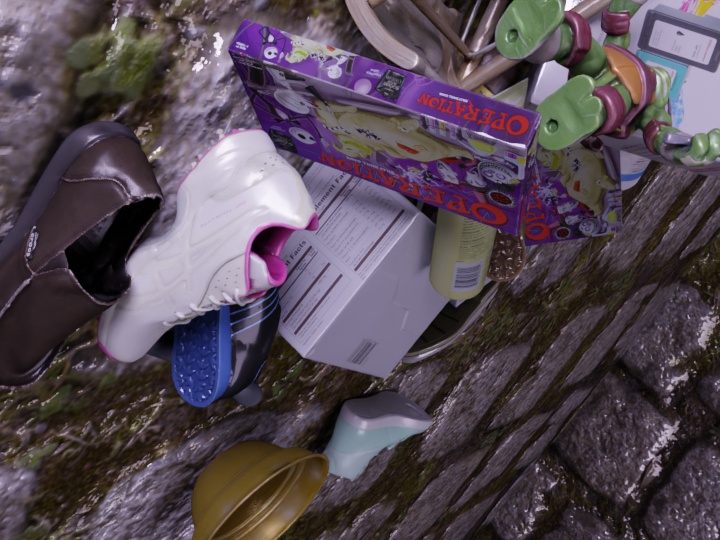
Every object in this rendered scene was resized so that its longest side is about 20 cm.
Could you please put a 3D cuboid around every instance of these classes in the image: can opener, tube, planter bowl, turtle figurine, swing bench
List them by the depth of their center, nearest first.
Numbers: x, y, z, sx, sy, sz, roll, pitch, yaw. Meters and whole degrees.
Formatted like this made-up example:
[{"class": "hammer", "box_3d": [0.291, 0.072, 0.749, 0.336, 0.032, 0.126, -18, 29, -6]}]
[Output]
[{"class": "turtle figurine", "box_3d": [0.197, -0.144, 0.550, 0.193, 0.199, 0.146, -11, 109, -43]}, {"class": "swing bench", "box_3d": [0.095, -0.219, 0.595, 0.200, 0.130, 0.198, -47, 157, 13]}, {"class": "tube", "box_3d": [0.089, -0.058, 0.656, 0.201, 0.051, 0.058, 93, 8, -51]}, {"class": "can opener", "box_3d": [-0.135, 0.068, 0.719, 0.053, 0.066, 0.200, -47, 151, 0]}, {"class": "planter bowl", "box_3d": [-0.137, 0.262, 0.972, 0.200, 0.083, 0.201, -38, 154, -22]}]

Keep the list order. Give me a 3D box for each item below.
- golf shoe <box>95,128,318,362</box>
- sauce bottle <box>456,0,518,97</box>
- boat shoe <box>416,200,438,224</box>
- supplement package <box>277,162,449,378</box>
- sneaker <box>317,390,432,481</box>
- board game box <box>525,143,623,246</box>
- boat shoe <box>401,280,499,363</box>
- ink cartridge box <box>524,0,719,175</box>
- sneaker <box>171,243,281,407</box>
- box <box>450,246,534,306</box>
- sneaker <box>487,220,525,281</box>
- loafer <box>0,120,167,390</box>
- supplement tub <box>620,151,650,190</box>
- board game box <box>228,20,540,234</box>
[{"class": "golf shoe", "box_3d": [-0.108, 0.002, 0.567, 0.200, 0.091, 0.075, -51, 169, 20]}, {"class": "sauce bottle", "box_3d": [0.097, -0.165, 0.750, 0.201, 0.065, 0.065, -54, 155, 8]}, {"class": "boat shoe", "box_3d": [0.093, -0.047, 0.919, 0.071, 0.059, 0.201, -24, 146, -40]}, {"class": "supplement package", "box_3d": [0.000, 0.000, 0.775, 0.156, 0.111, 0.200, -50, 155, 5]}, {"class": "sneaker", "box_3d": [0.019, 0.245, 1.208, 0.199, 0.074, 0.119, 8, 115, -50]}, {"class": "board game box", "box_3d": [0.228, -0.116, 0.920, 0.032, 0.119, 0.201, -80, 158, -45]}, {"class": "boat shoe", "box_3d": [0.117, 0.067, 1.109, 0.199, 0.075, 0.069, -35, 147, -28]}, {"class": "ink cartridge box", "box_3d": [0.262, -0.183, 0.740, 0.147, 0.198, 0.148, -46, 154, -82]}, {"class": "sneaker", "box_3d": [-0.097, 0.006, 0.649, 0.078, 0.070, 0.202, -16, 124, -59]}, {"class": "box", "box_3d": [0.189, -0.060, 1.063, 0.199, 0.041, 0.157, -35, 152, -28]}, {"class": "sneaker", "box_3d": [0.130, -0.091, 0.835, 0.066, 0.203, 0.090, -6, -179, 8]}, {"class": "loafer", "box_3d": [-0.189, 0.005, 0.522, 0.073, 0.071, 0.201, -1, 128, -58]}, {"class": "supplement tub", "box_3d": [0.302, -0.205, 0.943, 0.131, 0.132, 0.201, -25, 146, -40]}, {"class": "board game box", "box_3d": [0.017, -0.092, 0.546, 0.033, 0.198, 0.120, -65, 164, -13]}]
